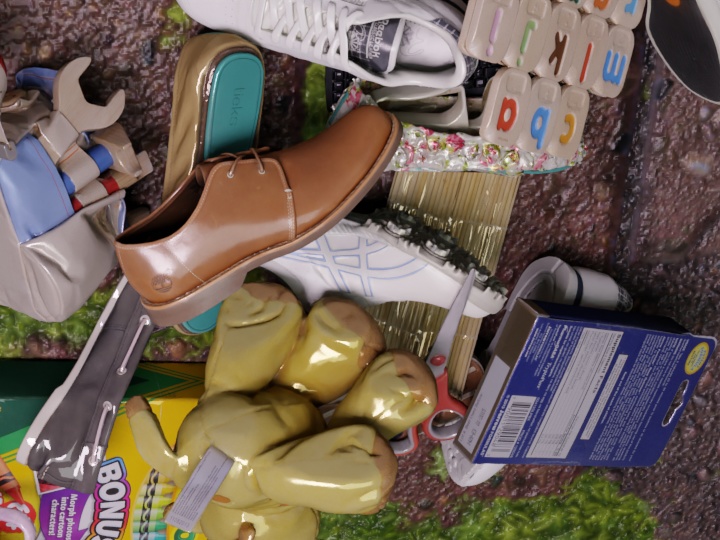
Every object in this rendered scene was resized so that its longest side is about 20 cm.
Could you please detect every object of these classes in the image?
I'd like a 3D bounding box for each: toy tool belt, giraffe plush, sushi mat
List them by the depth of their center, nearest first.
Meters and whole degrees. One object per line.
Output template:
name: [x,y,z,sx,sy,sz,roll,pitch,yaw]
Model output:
toy tool belt: [-0.198,-0.074,0.884,0.123,0.125,0.200,-41,134,-37]
giraffe plush: [-0.055,0.131,0.921,0.200,0.172,0.162,-41,155,-27]
sushi mat: [0.052,0.000,1.003,0.096,0.012,0.200,15,91,-20]

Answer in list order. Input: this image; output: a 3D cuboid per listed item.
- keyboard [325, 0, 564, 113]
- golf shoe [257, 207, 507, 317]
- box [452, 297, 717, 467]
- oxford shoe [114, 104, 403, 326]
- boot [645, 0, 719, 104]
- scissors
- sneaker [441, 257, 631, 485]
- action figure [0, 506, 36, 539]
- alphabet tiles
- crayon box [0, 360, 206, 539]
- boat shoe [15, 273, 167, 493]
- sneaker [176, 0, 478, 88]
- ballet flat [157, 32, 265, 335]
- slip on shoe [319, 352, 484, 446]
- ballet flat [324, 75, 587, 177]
keyboard: [0.075,-0.155,0.953,0.200,0.040,0.104,-9,120,-14]
golf shoe: [0.000,0.000,0.956,0.200,0.078,0.097,25,102,9]
box: [0.169,0.087,1.029,0.200,0.032,0.121,9,112,-37]
oxford shoe: [-0.061,-0.049,0.860,0.200,0.071,0.071,-36,120,-11]
boot: [0.260,-0.222,0.962,0.144,0.072,0.200,-45,137,-15]
scissors: [0.044,0.068,0.953,0.073,0.014,0.200,-8,142,-4]
sneaker: [0.135,0.088,1.078,0.080,0.076,0.200,17,113,-34]
action figure: [-0.255,0.268,0.999,0.200,0.134,0.149,49,55,-45]
alphabet tiles: [0.131,-0.173,0.906,0.200,0.015,0.196,3,103,-54]
crayon box: [-0.194,0.166,1.032,0.172,0.058,0.200,3,116,-18]
boat shoe: [-0.158,0.057,0.944,0.057,0.067,0.200,30,76,-3]
sneaker: [-0.022,-0.162,0.879,0.200,0.081,0.077,11,120,-3]
ballet flat: [-0.102,-0.058,0.915,0.069,0.063,0.200,-2,111,-41]
slip on shoe: [-0.006,0.100,1.041,0.200,0.061,0.076,-23,119,-12]
ballet flat: [0.073,-0.101,0.951,0.200,0.076,0.064,-4,129,-22]
